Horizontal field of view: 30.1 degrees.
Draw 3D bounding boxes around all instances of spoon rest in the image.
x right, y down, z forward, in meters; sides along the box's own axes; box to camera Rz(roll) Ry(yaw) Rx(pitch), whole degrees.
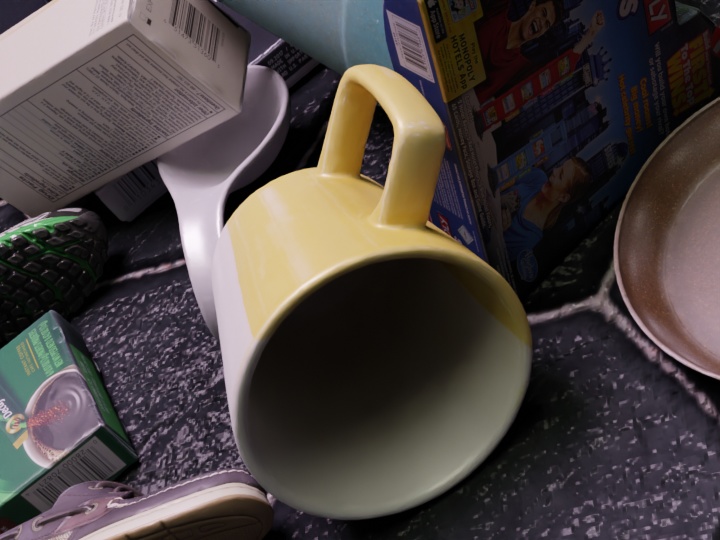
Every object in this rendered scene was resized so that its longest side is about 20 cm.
[{"bbox_3d":[-0.085,-0.054,0.842,0.099,0.061,0.201,-20,52,17],"label":"spoon rest"}]

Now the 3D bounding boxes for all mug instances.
[{"bbox_3d":[0.002,0.008,0.685,0.187,0.149,0.153,-48,32,10],"label":"mug"}]

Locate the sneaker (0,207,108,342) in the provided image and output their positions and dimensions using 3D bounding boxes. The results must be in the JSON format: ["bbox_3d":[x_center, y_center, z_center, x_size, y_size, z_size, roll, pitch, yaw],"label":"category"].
[{"bbox_3d":[-0.260,0.005,0.911,0.199,0.078,0.086,-25,43,14],"label":"sneaker"}]

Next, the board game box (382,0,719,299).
[{"bbox_3d":[0.113,-0.113,0.709,0.199,0.201,0.062,-34,41,-18],"label":"board game box"}]

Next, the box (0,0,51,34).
[{"bbox_3d":[-0.331,-0.248,1.129,0.199,0.124,0.199,-19,33,19],"label":"box"}]

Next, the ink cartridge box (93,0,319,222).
[{"bbox_3d":[-0.140,-0.154,0.996,0.198,0.043,0.200,-40,41,-2],"label":"ink cartridge box"}]

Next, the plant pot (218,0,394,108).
[{"bbox_3d":[0.003,-0.200,0.781,0.195,0.201,0.201,27,70,23],"label":"plant pot"}]

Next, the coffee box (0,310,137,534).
[{"bbox_3d":[-0.239,0.128,0.811,0.200,0.044,0.123,-38,43,0],"label":"coffee box"}]

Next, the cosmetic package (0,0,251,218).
[{"bbox_3d":[-0.178,-0.117,0.871,0.199,0.105,0.072,-21,48,32],"label":"cosmetic package"}]

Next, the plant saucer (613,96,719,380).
[{"bbox_3d":[0.222,-0.020,0.643,0.199,0.032,0.201,-19,45,20],"label":"plant saucer"}]

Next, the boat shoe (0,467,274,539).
[{"bbox_3d":[-0.138,0.143,0.712,0.199,0.072,0.065,-28,47,18],"label":"boat shoe"}]
